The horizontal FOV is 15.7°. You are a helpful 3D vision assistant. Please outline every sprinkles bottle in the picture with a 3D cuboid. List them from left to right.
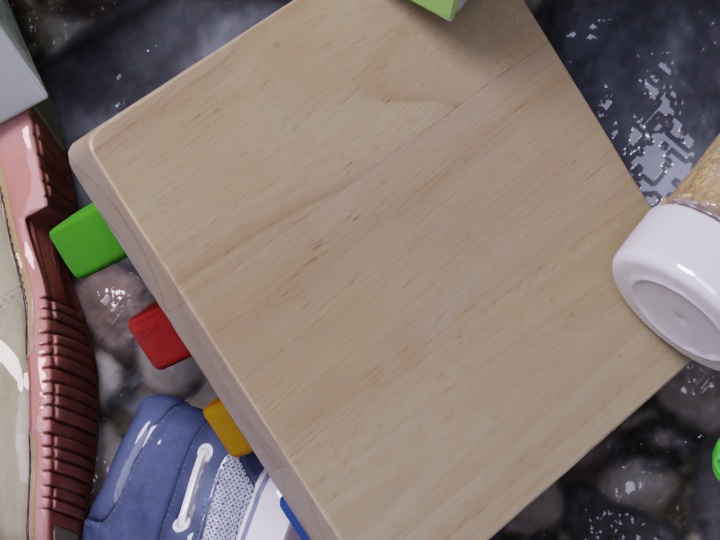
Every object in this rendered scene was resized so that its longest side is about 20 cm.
[{"bbox_3d":[0.178,-0.055,0.990,0.068,0.068,0.200,38,73,7],"label":"sprinkles bottle"}]

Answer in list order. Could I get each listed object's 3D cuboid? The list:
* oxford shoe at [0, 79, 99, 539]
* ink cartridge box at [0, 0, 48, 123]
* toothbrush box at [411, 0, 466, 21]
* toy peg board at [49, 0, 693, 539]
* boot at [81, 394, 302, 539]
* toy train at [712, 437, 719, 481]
[{"bbox_3d":[-0.148,0.023,1.034,0.074,0.071,0.201,-9,73,7],"label":"oxford shoe"},{"bbox_3d":[-0.200,-0.095,1.022,0.200,0.068,0.115,-28,51,2],"label":"ink cartridge box"},{"bbox_3d":[-0.020,-0.204,0.931,0.200,0.146,0.086,28,56,11],"label":"toothbrush box"},{"bbox_3d":[0.000,0.000,0.988,0.200,0.098,0.199,-37,98,-34],"label":"toy peg board"},{"bbox_3d":[-0.073,0.152,1.022,0.090,0.073,0.200,19,90,28],"label":"boot"},{"bbox_3d":[0.194,0.027,0.967,0.042,0.056,0.200,15,125,-24],"label":"toy train"}]
